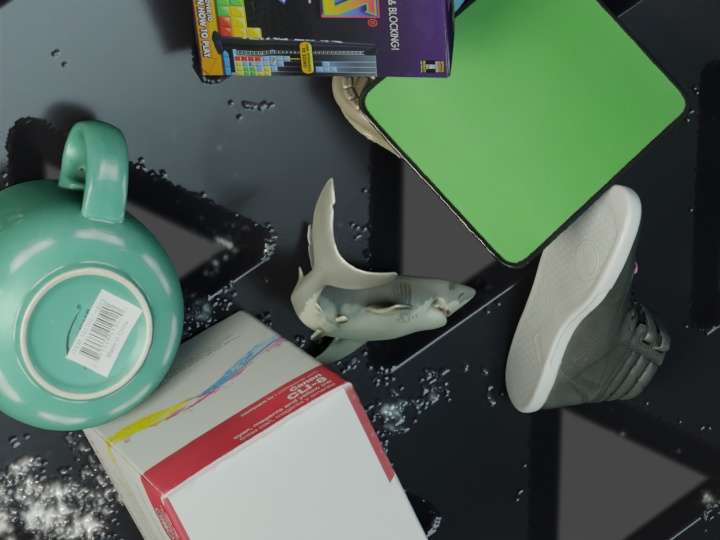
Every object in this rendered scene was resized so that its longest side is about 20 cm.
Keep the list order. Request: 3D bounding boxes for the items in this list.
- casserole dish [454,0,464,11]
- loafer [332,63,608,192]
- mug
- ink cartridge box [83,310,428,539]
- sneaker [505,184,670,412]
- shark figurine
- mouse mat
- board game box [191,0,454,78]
[{"bbox_3d":[-0.014,-0.232,1.704,0.200,0.039,0.121,28,93,-26],"label":"casserole dish"},{"bbox_3d":[0.069,-0.092,1.756,0.200,0.068,0.076,22,66,-10],"label":"loafer"},{"bbox_3d":[-0.196,0.012,1.657,0.152,0.114,0.185,-22,111,-14],"label":"mug"},{"bbox_3d":[-0.074,0.139,1.692,0.145,0.200,0.145,-32,113,-13],"label":"ink cartridge box"},{"bbox_3d":[0.179,0.018,1.807,0.099,0.071,0.200,0,131,-27],"label":"sneaker"},{"bbox_3d":[-0.018,0.002,1.732,0.128,0.214,0.090,-23,72,16],"label":"shark figurine"},{"bbox_3d":[0.113,-0.113,1.736,0.200,0.008,0.161,-42,88,-25],"label":"mouse mat"},{"bbox_3d":[-0.027,-0.212,1.610,0.165,0.057,0.200,2,135,7],"label":"board game box"}]
